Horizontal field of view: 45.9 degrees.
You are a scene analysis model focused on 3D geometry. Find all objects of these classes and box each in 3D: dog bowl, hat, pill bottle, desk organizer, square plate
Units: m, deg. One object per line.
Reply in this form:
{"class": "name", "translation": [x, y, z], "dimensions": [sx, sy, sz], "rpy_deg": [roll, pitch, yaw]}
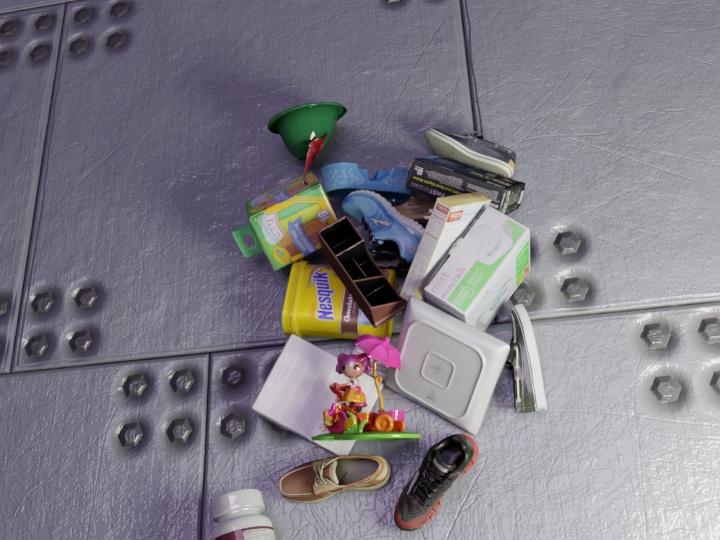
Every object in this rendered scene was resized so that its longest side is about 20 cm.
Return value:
{"class": "dog bowl", "translation": [0.018, -0.172, 1.700], "dimensions": [0.200, 0.111, 0.050], "rpy_deg": [3, 80, -11]}
{"class": "hat", "translation": [-0.100, -0.238, 1.761], "dimensions": [0.166, 0.200, 0.176], "rpy_deg": [-23, 79, 48]}
{"class": "pill bottle", "translation": [-0.196, 0.485, 1.450], "dimensions": [0.109, 0.110, 0.200], "rpy_deg": [-18, 63, 3]}
{"class": "desk organizer", "translation": [0.000, 0.000, 1.565], "dimensions": [0.072, 0.077, 0.200], "rpy_deg": [-31, 61, -10]}
{"class": "square plate", "translation": [0.143, 0.172, 1.497], "dimensions": [0.200, 0.198, 0.028], "rpy_deg": [27, 29, 22]}

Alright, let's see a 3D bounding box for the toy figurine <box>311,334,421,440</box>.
{"class": "toy figurine", "translation": [0.006, 0.206, 1.502], "dimensions": [0.200, 0.150, 0.184], "rpy_deg": [-7, 76, 24]}

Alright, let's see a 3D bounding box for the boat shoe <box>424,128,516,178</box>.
{"class": "boat shoe", "translation": [0.225, -0.246, 1.728], "dimensions": [0.200, 0.075, 0.062], "rpy_deg": [24, 67, 16]}

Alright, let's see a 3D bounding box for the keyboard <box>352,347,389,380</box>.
{"class": "keyboard", "translation": [0.076, 0.187, 1.588], "dimensions": [0.200, 0.011, 0.056], "rpy_deg": [19, 70, 20]}

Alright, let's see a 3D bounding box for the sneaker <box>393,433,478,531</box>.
{"class": "sneaker", "translation": [0.124, 0.356, 1.450], "dimensions": [0.071, 0.098, 0.200], "rpy_deg": [37, 79, 23]}

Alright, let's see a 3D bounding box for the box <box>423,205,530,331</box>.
{"class": "box", "translation": [0.215, 0.013, 1.547], "dimensions": [0.097, 0.177, 0.200], "rpy_deg": [34, 75, 22]}

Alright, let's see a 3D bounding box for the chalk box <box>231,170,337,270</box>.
{"class": "chalk box", "translation": [-0.152, -0.091, 1.680], "dimensions": [0.200, 0.125, 0.124], "rpy_deg": [-27, 22, -2]}

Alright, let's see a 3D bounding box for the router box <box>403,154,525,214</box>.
{"class": "router box", "translation": [0.204, -0.165, 1.645], "dimensions": [0.200, 0.150, 0.062], "rpy_deg": [21, 109, 19]}

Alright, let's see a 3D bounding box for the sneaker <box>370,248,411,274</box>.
{"class": "sneaker", "translation": [0.120, -0.043, 1.654], "dimensions": [0.200, 0.081, 0.083], "rpy_deg": [3, 43, 5]}

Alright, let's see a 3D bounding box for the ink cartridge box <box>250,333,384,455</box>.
{"class": "ink cartridge box", "translation": [-0.080, 0.235, 1.588], "dimensions": [0.200, 0.050, 0.161], "rpy_deg": [28, 75, 2]}

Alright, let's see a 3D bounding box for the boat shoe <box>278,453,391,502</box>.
{"class": "boat shoe", "translation": [-0.048, 0.358, 1.498], "dimensions": [0.200, 0.074, 0.076], "rpy_deg": [-14, 63, 5]}

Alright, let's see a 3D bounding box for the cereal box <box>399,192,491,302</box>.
{"class": "cereal box", "translation": [0.153, -0.042, 1.531], "dimensions": [0.040, 0.144, 0.200], "rpy_deg": [33, 116, 28]}

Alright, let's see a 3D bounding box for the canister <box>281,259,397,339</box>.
{"class": "canister", "translation": [-0.037, 0.060, 1.630], "dimensions": [0.200, 0.087, 0.149], "rpy_deg": [3, 64, 12]}

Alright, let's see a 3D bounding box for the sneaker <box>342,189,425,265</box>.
{"class": "sneaker", "translation": [0.035, -0.079, 1.595], "dimensions": [0.200, 0.078, 0.090], "rpy_deg": [35, 69, 27]}

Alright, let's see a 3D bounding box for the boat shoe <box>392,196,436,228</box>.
{"class": "boat shoe", "translation": [0.113, -0.110, 1.692], "dimensions": [0.200, 0.071, 0.065], "rpy_deg": [-1, 58, 3]}

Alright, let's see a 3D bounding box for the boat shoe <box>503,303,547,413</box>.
{"class": "boat shoe", "translation": [0.285, 0.156, 1.524], "dimensions": [0.064, 0.071, 0.200], "rpy_deg": [-9, 65, 6]}
